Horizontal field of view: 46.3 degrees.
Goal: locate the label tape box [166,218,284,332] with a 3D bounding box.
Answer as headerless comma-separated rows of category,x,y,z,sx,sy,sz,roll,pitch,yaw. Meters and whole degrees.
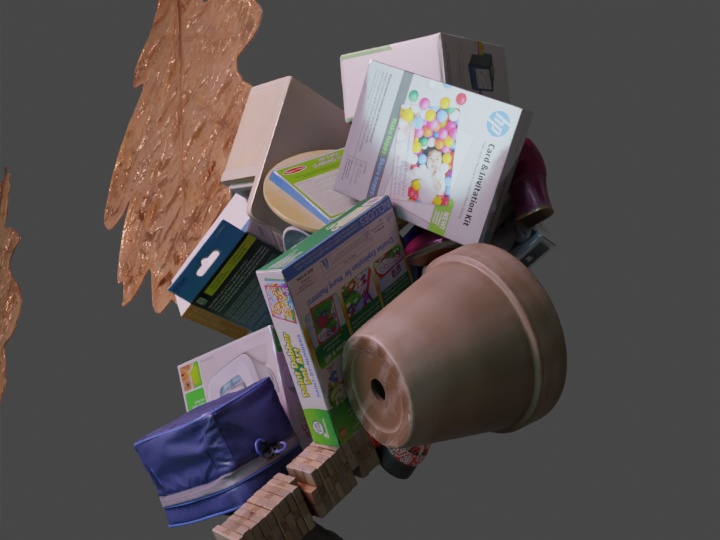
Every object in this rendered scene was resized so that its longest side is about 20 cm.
label tape box,-0.173,0.003,1.262,0.144,0.198,0.066,-49,37,16

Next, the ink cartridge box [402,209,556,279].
ink cartridge box,0.127,-0.038,1.060,0.200,0.043,0.200,-45,42,24

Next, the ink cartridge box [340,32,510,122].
ink cartridge box,0.087,-0.238,1.072,0.143,0.199,0.090,-3,95,33

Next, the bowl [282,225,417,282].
bowl,0.000,0.000,1.091,0.104,0.203,0.200,-37,32,-20

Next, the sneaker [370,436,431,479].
sneaker,0.035,0.147,1.037,0.109,0.067,0.202,-54,42,15

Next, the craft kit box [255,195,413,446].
craft kit box,-0.008,0.049,0.911,0.048,0.201,0.199,-6,20,40

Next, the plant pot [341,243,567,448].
plant pot,0.080,0.092,0.861,0.199,0.171,0.204,33,132,45

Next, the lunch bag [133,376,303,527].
lunch bag,-0.159,0.225,1.011,0.198,0.135,0.134,-25,90,41

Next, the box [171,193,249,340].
box,-0.194,-0.006,1.356,0.201,0.123,0.098,-50,39,17

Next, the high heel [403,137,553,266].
high heel,0.126,-0.076,0.986,0.198,0.067,0.098,-26,61,30

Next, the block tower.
block tower,-0.066,0.248,0.930,0.199,0.059,0.053,-35,19,-35

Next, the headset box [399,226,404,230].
headset box,-0.019,-0.107,1.233,0.200,0.092,0.176,-41,42,26

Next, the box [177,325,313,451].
box,-0.138,0.186,1.146,0.198,0.096,0.180,-23,75,36

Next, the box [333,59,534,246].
box,0.076,-0.131,0.945,0.197,0.041,0.159,25,105,26

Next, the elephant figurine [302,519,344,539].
elephant figurine,-0.083,0.377,1.002,0.142,0.155,0.201,-45,-6,-37

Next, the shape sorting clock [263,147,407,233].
shape sorting clock,-0.023,-0.097,1.053,0.202,0.196,0.040,-114,26,-46

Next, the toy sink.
toy sink,-0.108,-0.143,1.179,0.111,0.129,0.204,-1,70,49
